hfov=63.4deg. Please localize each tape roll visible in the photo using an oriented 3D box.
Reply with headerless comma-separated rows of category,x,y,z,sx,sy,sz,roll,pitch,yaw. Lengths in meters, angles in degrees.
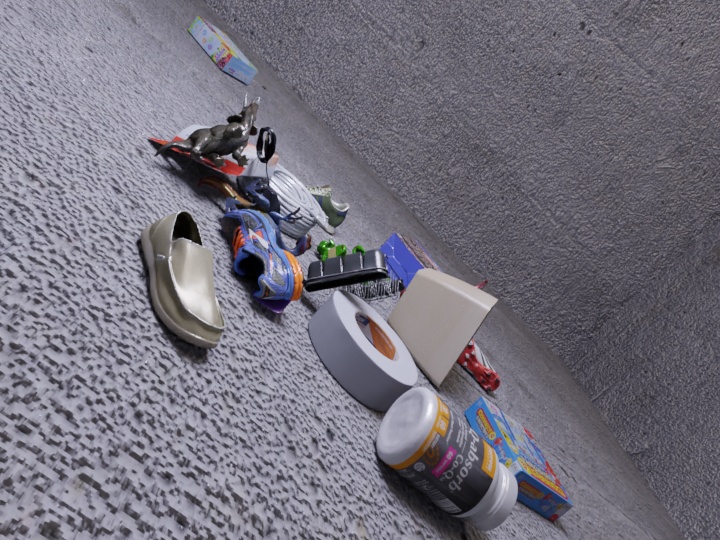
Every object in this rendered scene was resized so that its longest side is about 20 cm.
tape roll,0.006,0.129,0.960,0.200,0.066,0.201,43,15,-14

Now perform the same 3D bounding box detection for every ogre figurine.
ogre figurine,0.000,0.000,1.201,0.120,0.195,0.100,46,53,-39

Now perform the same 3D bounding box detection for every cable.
cable,-0.170,-0.161,1.231,0.198,0.069,0.202,31,21,-43

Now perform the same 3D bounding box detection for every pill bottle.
pill bottle,0.124,0.269,0.821,0.199,0.116,0.117,41,14,-16

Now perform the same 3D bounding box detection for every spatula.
spatula,-0.120,0.031,0.941,0.055,0.021,0.200,30,10,6

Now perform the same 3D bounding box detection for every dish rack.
dish rack,0.000,0.027,1.053,0.200,0.148,0.056,50,35,-60

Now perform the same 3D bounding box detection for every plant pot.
plant pot,0.172,0.105,1.295,0.175,0.203,0.199,35,12,14

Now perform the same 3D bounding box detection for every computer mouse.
computer mouse,-0.172,-0.157,1.036,0.058,0.205,0.034,31,43,31

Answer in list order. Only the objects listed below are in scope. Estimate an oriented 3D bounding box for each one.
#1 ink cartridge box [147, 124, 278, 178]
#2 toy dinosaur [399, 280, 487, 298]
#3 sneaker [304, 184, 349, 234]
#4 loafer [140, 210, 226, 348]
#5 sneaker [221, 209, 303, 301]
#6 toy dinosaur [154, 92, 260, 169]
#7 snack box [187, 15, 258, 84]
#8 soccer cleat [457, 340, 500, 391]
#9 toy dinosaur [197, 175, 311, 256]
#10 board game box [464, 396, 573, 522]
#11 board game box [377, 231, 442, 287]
ink cartridge box,-0.259,-0.222,1.053,0.159,0.051,0.199,26,11,13
toy dinosaur,0.196,0.068,1.489,0.179,0.204,0.105,33,-10,-11
sneaker,-0.109,-0.180,1.414,0.199,0.090,0.068,38,16,-30
loafer,-0.205,0.001,0.682,0.075,0.068,0.202,25,26,-54
sneaker,-0.163,-0.028,0.882,0.077,0.077,0.200,-9,40,-41
toy dinosaur,-0.237,-0.210,0.959,0.103,0.196,0.078,50,-15,55
snack box,-0.459,-0.736,1.955,0.201,0.068,0.168,51,15,13
soccer cleat,0.295,0.232,1.537,0.201,0.068,0.085,49,5,-4
toy dinosaur,-0.163,-0.090,1.034,0.199,0.105,0.182,42,-8,27
board game box,0.324,0.387,1.203,0.199,0.056,0.197,38,16,-31
board game box,0.145,-0.010,1.678,0.160,0.097,0.199,50,15,17
